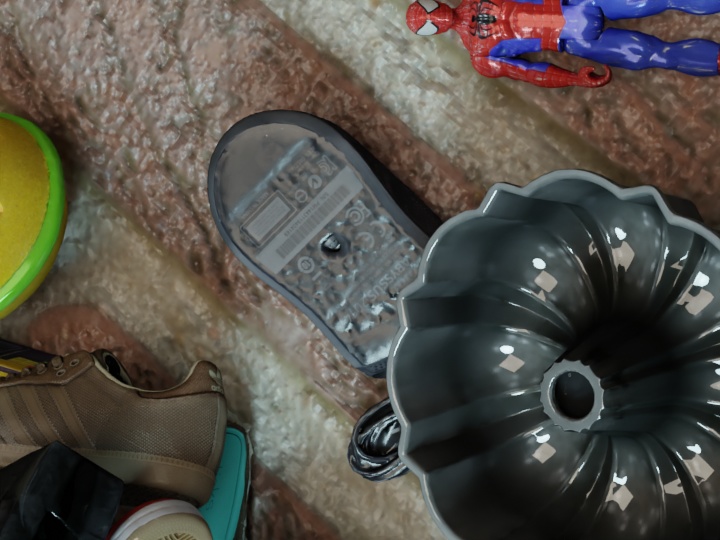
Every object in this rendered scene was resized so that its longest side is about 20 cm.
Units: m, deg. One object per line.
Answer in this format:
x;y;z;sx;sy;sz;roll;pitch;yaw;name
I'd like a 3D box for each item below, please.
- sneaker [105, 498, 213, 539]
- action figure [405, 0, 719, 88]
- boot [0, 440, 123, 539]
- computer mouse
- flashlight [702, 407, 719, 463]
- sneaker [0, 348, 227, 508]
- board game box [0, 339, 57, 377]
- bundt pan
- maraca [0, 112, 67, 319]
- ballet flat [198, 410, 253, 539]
-0.140;0.169;0.817;0.201;0.071;0.113;-64;35;28;sneaker
0.116;-0.122;0.770;0.199;0.052;0.066;5;101;24;action figure
-0.196;0.177;0.780;0.200;0.065;0.166;-17;57;52;boot
0.000;0.000;0.829;0.138;0.053;0.200;-39;93;19;computer mouse
0.215;-0.002;0.735;0.068;0.068;0.201;31;113;51;flashlight
-0.157;0.080;0.843;0.199;0.070;0.076;5;67;24;sneaker
-0.264;0.116;0.940;0.199;0.057;0.166;15;99;19;board game box
0.114;0.052;0.727;0.201;0.076;0.203;5;98;34;bundt pan
-0.251;-0.018;0.888;0.199;0.107;0.138;-19;59;18;maraca
-0.099;0.167;0.884;0.071;0.072;0.201;12;98;20;ballet flat
